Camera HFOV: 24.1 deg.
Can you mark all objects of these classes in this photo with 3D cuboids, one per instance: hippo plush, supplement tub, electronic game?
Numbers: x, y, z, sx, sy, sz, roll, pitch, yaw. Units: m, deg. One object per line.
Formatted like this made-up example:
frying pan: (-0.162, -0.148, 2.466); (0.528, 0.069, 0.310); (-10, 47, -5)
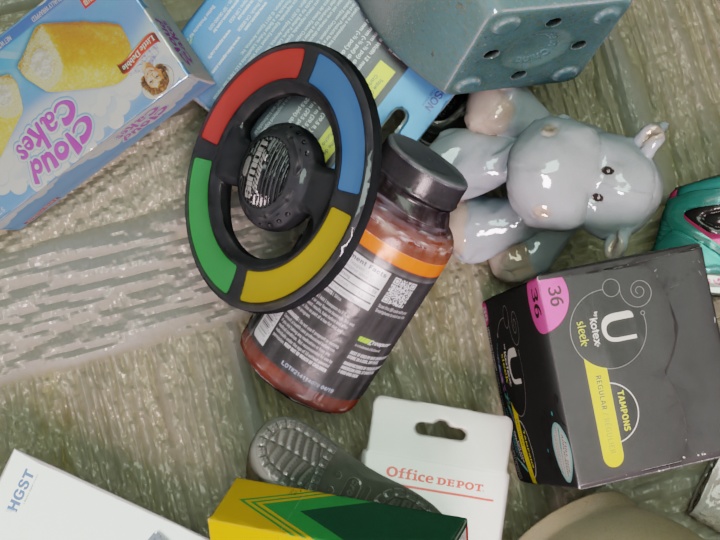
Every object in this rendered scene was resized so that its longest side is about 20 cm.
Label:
hippo plush: (0.155, -0.050, 1.271); (0.198, 0.161, 0.161); (15, 100, -19)
supplement tub: (0.000, 0.000, 1.257); (0.106, 0.107, 0.201); (33, 106, 1)
electronic game: (-0.059, -0.068, 1.228); (0.041, 0.199, 0.203); (14, 76, -44)

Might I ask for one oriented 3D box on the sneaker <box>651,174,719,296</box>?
sneaker: (0.330, -0.038, 1.348); (0.197, 0.084, 0.122); (3, 89, -4)

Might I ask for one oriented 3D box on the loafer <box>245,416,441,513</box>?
loafer: (-0.004, 0.184, 1.223); (0.200, 0.070, 0.075); (42, 57, -4)

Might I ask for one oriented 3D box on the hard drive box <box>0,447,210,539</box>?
hard drive box: (-0.198, 0.246, 1.248); (0.198, 0.077, 0.157); (24, 78, -1)

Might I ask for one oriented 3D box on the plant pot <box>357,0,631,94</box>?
plant pot: (0.102, -0.246, 1.237); (0.194, 0.196, 0.202); (-9, 68, -20)

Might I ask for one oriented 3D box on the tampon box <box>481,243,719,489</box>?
tampon box: (0.180, 0.075, 1.246); (0.125, 0.200, 0.152); (-11, 85, -7)

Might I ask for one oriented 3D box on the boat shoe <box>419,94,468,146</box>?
boat shoe: (0.103, -0.187, 1.353); (0.071, 0.071, 0.202); (25, 79, -1)

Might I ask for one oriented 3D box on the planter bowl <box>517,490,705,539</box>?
planter bowl: (0.182, 0.251, 1.240); (0.199, 0.201, 0.135); (-27, 56, -9)

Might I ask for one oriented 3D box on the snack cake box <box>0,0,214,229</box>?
snack cake box: (-0.226, -0.133, 1.282); (0.199, 0.067, 0.116); (-36, 84, 11)

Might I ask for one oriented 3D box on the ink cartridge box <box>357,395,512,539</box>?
ink cartridge box: (0.047, 0.205, 1.282); (0.115, 0.068, 0.203); (10, 80, -2)

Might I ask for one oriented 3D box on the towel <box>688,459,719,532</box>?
towel: (0.360, 0.137, 1.341); (0.132, 0.034, 0.201); (29, 79, 1)

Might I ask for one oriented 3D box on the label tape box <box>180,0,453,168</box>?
label tape box: (-0.040, -0.152, 1.325); (0.199, 0.066, 0.144); (39, 92, 0)

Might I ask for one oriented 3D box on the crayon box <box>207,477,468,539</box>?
crayon box: (-0.011, 0.253, 1.176); (0.171, 0.058, 0.202); (8, 120, 21)
